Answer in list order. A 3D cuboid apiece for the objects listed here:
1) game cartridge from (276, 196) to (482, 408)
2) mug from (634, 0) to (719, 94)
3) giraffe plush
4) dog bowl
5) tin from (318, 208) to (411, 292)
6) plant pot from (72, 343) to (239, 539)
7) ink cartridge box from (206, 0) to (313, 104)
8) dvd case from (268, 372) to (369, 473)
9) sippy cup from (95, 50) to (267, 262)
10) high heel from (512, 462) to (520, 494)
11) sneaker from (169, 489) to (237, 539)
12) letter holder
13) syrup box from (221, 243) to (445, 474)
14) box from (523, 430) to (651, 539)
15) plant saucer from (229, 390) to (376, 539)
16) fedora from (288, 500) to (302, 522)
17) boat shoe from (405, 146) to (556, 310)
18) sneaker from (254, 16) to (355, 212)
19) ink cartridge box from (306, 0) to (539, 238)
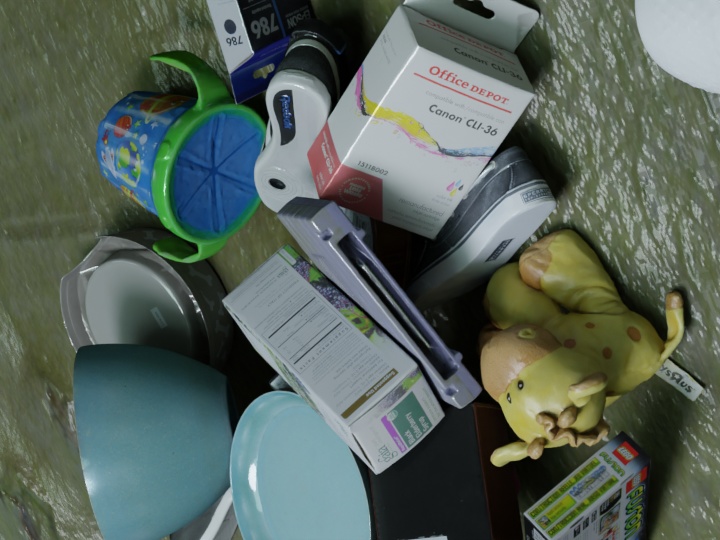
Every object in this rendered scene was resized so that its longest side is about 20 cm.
[{"bbox_3d":[0.014,0.022,1.303,0.200,0.038,0.130,51,175,-14],"label":"game cartridge"},{"bbox_3d":[0.287,-0.214,1.082,0.175,0.147,0.201,1,83,43],"label":"mug"},{"bbox_3d":[0.161,0.084,1.294,0.200,0.162,0.173,25,125,25],"label":"giraffe plush"},{"bbox_3d":[-0.215,0.047,1.622,0.199,0.059,0.201,16,122,28],"label":"dog bowl"},{"bbox_3d":[0.000,0.000,1.423,0.112,0.042,0.201,-128,37,-52],"label":"tin"},{"bbox_3d":[-0.185,0.159,1.517,0.134,0.200,0.201,-11,110,1],"label":"plant pot"},{"bbox_3d":[-0.094,-0.252,1.354,0.039,0.099,0.201,-3,111,36],"label":"ink cartridge box"},{"bbox_3d":[-0.004,0.173,1.490,0.018,0.143,0.200,-43,83,2],"label":"dvd case"},{"bbox_3d":[-0.173,-0.107,1.474,0.130,0.140,0.178,22,86,38],"label":"sippy cup"},{"bbox_3d":[0.053,0.157,1.456,0.200,0.096,0.067,43,130,11],"label":"high heel"},{"bbox_3d":[-0.189,0.261,1.707,0.099,0.071,0.200,39,124,16],"label":"sneaker"},{"bbox_3d":[0.081,0.220,1.375,0.100,0.142,0.201,-10,82,17],"label":"letter holder"},{"bbox_3d":[-0.024,0.073,1.335,0.200,0.081,0.079,41,167,40],"label":"syrup box"},{"bbox_3d":[0.190,0.222,1.322,0.035,0.110,0.200,44,162,29],"label":"box"},{"bbox_3d":[-0.048,0.204,1.410,0.200,0.027,0.201,14,108,48],"label":"plant saucer"},{"bbox_3d":[-0.031,0.242,1.541,0.201,0.091,0.201,53,159,30],"label":"fedora"},{"bbox_3d":[0.091,-0.034,1.351,0.200,0.072,0.068,-50,59,50],"label":"boat shoe"},{"bbox_3d":[-0.040,-0.139,1.386,0.073,0.112,0.200,18,148,3],"label":"sneaker"},{"bbox_3d":[0.056,-0.133,1.273,0.116,0.068,0.200,18,123,-26],"label":"ink cartridge box"}]
